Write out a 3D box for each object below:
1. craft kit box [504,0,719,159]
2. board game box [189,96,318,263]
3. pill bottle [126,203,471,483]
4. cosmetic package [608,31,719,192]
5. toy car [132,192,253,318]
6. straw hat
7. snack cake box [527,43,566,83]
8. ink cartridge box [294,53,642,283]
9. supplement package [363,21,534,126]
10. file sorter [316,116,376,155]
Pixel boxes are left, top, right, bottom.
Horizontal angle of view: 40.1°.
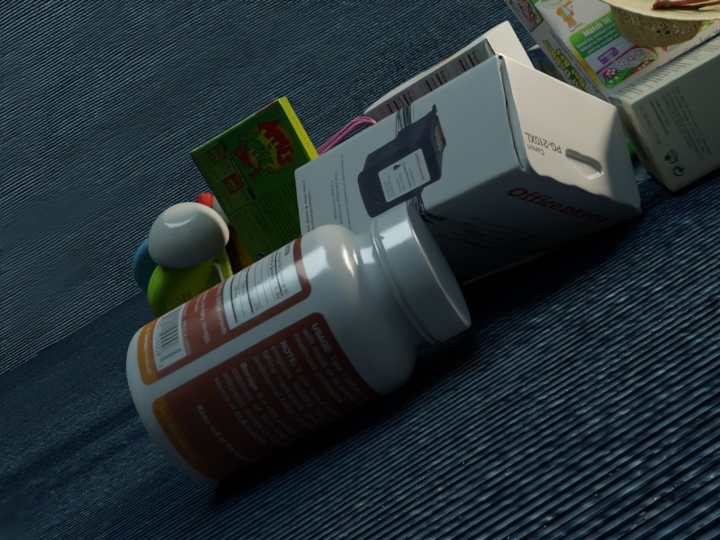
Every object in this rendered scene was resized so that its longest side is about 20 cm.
[{"bbox_3d":[0.258,-0.229,0.870,0.199,0.199,0.049,-31,-11,-10],"label":"craft kit box"},{"bbox_3d":[-0.068,-0.053,0.952,0.101,0.201,0.048,-28,9,10],"label":"board game box"},{"bbox_3d":[-0.037,0.043,0.619,0.199,0.113,0.112,-28,9,12],"label":"pill bottle"},{"bbox_3d":[0.283,-0.139,0.689,0.199,0.072,0.105,-29,8,13],"label":"cosmetic package"},{"bbox_3d":[-0.158,-0.021,1.065,0.199,0.176,0.149,-36,44,-29],"label":"toy car"},{"bbox_3d":[0.241,-0.230,0.801,0.198,0.086,0.203,-3,51,4],"label":"straw hat"},{"bbox_3d":[0.240,-0.195,1.002,0.067,0.116,0.200,-30,8,6],"label":"snack cake box"},{"bbox_3d":[0.073,-0.057,0.697,0.144,0.085,0.199,10,-24,-44],"label":"ink cartridge box"},{"bbox_3d":[0.143,-0.226,1.385,0.199,0.148,0.191,-28,10,24],"label":"supplement package"},{"bbox_3d":[-0.003,-0.110,1.233,0.139,0.126,0.200,-39,9,4],"label":"file sorter"}]
